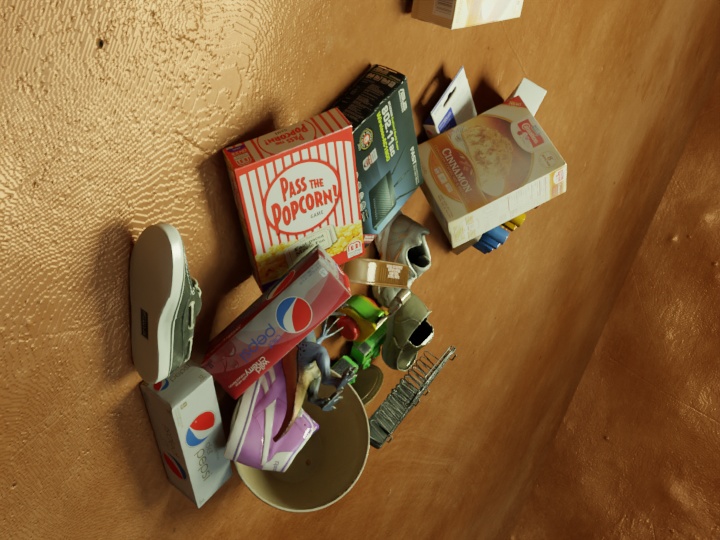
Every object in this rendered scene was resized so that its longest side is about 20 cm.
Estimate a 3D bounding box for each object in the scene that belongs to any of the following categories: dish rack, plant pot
[{"bbox_3d":[0.081,0.202,1.268,0.153,0.054,0.202,-43,167,-45],"label":"dish rack"},{"bbox_3d":[-0.094,0.250,1.109,0.201,0.199,0.135,-48,175,-23],"label":"plant pot"}]

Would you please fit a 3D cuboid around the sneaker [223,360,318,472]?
[{"bbox_3d":[-0.104,0.170,1.024,0.073,0.111,0.205,119,-14,-62],"label":"sneaker"}]

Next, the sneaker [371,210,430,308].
[{"bbox_3d":[0.072,-0.001,1.242,0.076,0.091,0.203,-41,145,-33],"label":"sneaker"}]

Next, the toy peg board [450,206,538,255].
[{"bbox_3d":[0.264,-0.110,1.373,0.202,0.096,0.200,-61,179,-6],"label":"toy peg board"}]

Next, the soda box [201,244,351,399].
[{"bbox_3d":[-0.103,0.063,0.942,0.199,0.064,0.070,-42,-164,9],"label":"soda box"}]

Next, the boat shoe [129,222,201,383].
[{"bbox_3d":[-0.212,0.031,0.842,0.063,0.070,0.204,-26,142,-45],"label":"boat shoe"}]

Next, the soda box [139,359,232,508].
[{"bbox_3d":[-0.218,0.206,0.971,0.068,0.063,0.204,-39,143,-36],"label":"soda box"}]

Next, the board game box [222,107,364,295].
[{"bbox_3d":[-0.076,-0.080,0.936,0.148,0.047,0.203,-23,136,-15],"label":"board game box"}]

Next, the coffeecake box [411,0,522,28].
[{"bbox_3d":[0.163,-0.430,1.053,0.198,0.072,0.157,-28,134,-47],"label":"coffeecake box"}]

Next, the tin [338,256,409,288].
[{"bbox_3d":[0.000,0.000,1.104,0.199,0.109,0.043,7,86,-65],"label":"tin"}]

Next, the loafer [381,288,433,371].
[{"bbox_3d":[0.081,0.114,1.275,0.075,0.069,0.202,-46,154,-26],"label":"loafer"}]

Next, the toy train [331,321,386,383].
[{"bbox_3d":[0.008,0.134,1.290,0.200,0.041,0.057,-43,159,-33],"label":"toy train"}]

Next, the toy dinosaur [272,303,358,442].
[{"bbox_3d":[-0.078,0.085,0.995,0.198,0.182,0.106,-26,153,-38],"label":"toy dinosaur"}]

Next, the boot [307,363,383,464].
[{"bbox_3d":[-0.024,0.272,1.327,0.202,0.075,0.157,-55,156,-30],"label":"boot"}]

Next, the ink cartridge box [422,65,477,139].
[{"bbox_3d":[0.151,-0.236,1.241,0.096,0.037,0.201,-55,152,-12],"label":"ink cartridge box"}]

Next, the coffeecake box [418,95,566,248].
[{"bbox_3d":[0.194,-0.154,1.173,0.196,0.156,0.074,-26,149,-1],"label":"coffeecake box"}]

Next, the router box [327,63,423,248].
[{"bbox_3d":[0.013,-0.154,1.055,0.150,0.061,0.202,-49,147,-24],"label":"router box"}]

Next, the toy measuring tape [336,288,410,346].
[{"bbox_3d":[0.009,0.058,1.170,0.073,0.074,0.200,-40,175,-34],"label":"toy measuring tape"}]

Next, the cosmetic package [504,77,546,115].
[{"bbox_3d":[0.239,-0.215,1.318,0.203,0.051,0.151,-62,-178,-2],"label":"cosmetic package"}]
